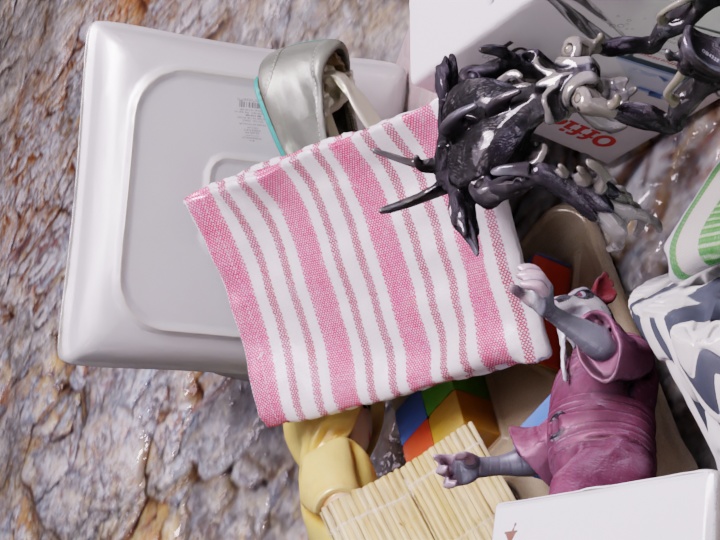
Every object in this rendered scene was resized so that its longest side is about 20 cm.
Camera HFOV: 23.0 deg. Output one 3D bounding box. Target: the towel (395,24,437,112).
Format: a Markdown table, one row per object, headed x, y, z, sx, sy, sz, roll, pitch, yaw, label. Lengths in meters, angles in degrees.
| x | y | z | sx | sy | sz | roll | pitch | yaw | label |
| --- | --- | --- | --- | --- | --- | --- | --- | --- | --- |
| 0.048 | -0.075 | 1.042 | 0.191 | 0.032 | 0.200 | 111 | 160 | -59 | towel |

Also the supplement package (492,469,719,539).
| x | y | z | sx | sy | sz | roll | pitch | yaw | label |
| --- | --- | --- | --- | --- | --- | --- | --- | --- | --- |
| 0.157 | 0.155 | 0.670 | 0.117 | 0.200 | 0.117 | -19 | 60 | 53 | supplement package |

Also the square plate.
| x | y | z | sx | sy | sz | roll | pitch | yaw | label |
| --- | --- | --- | --- | --- | --- | --- | --- | --- | --- |
| -0.069 | -0.036 | 1.037 | 0.028 | 0.200 | 0.198 | -179 | 94 | -69 | square plate |

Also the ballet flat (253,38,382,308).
| x | y | z | sx | sy | sz | roll | pitch | yaw | label |
| --- | --- | --- | --- | --- | --- | --- | --- | --- | --- |
| -0.002 | -0.035 | 1.005 | 0.064 | 0.067 | 0.200 | -17 | 95 | 20 | ballet flat |

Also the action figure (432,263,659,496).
| x | y | z | sx | sy | sz | roll | pitch | yaw | label |
| --- | --- | --- | --- | --- | --- | --- | --- | --- | --- |
| 0.118 | 0.083 | 0.821 | 0.134 | 0.149 | 0.200 | 113 | 169 | -54 | action figure |

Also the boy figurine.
| x | y | z | sx | sy | sz | roll | pitch | yaw | label |
| --- | --- | --- | --- | --- | --- | --- | --- | --- | --- |
| 0.002 | 0.146 | 1.002 | 0.064 | 0.124 | 0.200 | -20 | 50 | 7 | boy figurine |

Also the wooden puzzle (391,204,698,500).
| x | y | z | sx | sy | sz | roll | pitch | yaw | label |
| --- | --- | --- | --- | --- | --- | --- | --- | --- | --- |
| 0.083 | 0.087 | 0.962 | 0.185 | 0.046 | 0.200 | -51 | 38 | 30 | wooden puzzle |

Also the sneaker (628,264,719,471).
| x | y | z | sx | sy | sz | roll | pitch | yaw | label |
| --- | --- | --- | --- | --- | --- | --- | --- | --- | --- |
| 0.184 | 0.061 | 0.793 | 0.199 | 0.079 | 0.130 | -105 | -8 | -83 | sneaker |

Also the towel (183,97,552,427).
| x | y | z | sx | sy | sz | roll | pitch | yaw | label |
| --- | --- | --- | --- | --- | --- | --- | --- | --- | --- |
| 0.000 | 0.000 | 0.948 | 0.200 | 0.030 | 0.147 | -17 | 94 | 38 | towel |

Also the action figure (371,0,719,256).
| x | y | z | sx | sy | sz | roll | pitch | yaw | label |
| --- | --- | --- | --- | --- | --- | --- | --- | --- | --- |
| 0.105 | -0.068 | 0.834 | 0.200 | 0.102 | 0.119 | -26 | 48 | 33 | action figure |

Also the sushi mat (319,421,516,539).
| x | y | z | sx | sy | sz | roll | pitch | yaw | label |
| --- | --- | --- | --- | --- | --- | --- | --- | --- | --- |
| 0.056 | 0.171 | 0.874 | 0.096 | 0.012 | 0.200 | -28 | 51 | -2 | sushi mat |

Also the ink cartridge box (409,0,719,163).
| x | y | z | sx | sy | sz | roll | pitch | yaw | label |
| --- | --- | --- | --- | --- | --- | --- | --- | --- | --- |
| 0.139 | -0.147 | 0.893 | 0.200 | 0.146 | 0.086 | -33 | 49 | 46 | ink cartridge box |

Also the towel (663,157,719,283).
| x | y | z | sx | sy | sz | roll | pitch | yaw | label |
| --- | --- | --- | --- | --- | --- | --- | --- | --- | --- |
| 0.230 | -0.065 | 0.765 | 0.200 | 0.023 | 0.153 | -20 | 24 | 51 | towel |

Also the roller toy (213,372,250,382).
| x | y | z | sx | sy | sz | roll | pitch | yaw | label |
| --- | --- | --- | --- | --- | --- | --- | --- | --- | --- |
| -0.068 | -0.019 | 1.153 | 0.200 | 0.140 | 0.183 | -43 | 37 | 53 | roller toy |
